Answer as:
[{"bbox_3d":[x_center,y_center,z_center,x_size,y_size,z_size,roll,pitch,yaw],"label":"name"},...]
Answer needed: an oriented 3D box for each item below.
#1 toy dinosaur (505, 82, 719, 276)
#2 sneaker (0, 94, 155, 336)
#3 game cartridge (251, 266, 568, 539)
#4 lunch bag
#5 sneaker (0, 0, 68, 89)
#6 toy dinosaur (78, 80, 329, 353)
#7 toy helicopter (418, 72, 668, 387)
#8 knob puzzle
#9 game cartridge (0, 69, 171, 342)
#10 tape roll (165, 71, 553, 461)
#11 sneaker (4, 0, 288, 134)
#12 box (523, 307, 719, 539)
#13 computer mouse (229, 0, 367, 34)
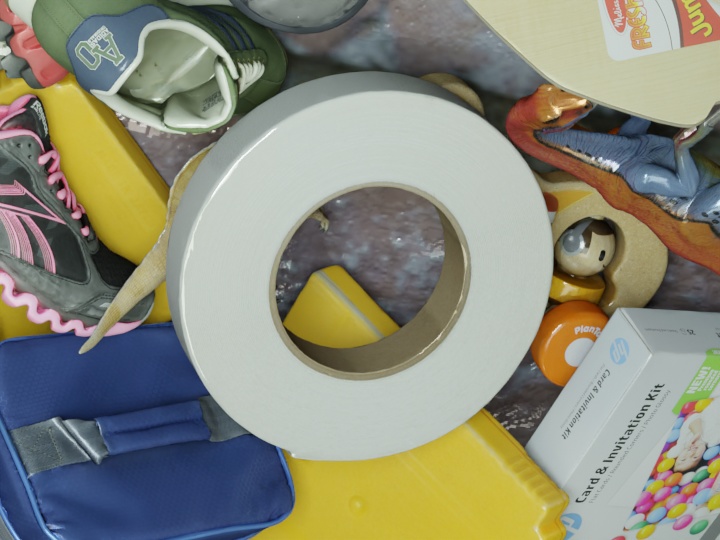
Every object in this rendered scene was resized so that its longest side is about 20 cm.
[{"bbox_3d":[0.160,-0.042,1.394,0.181,0.105,0.201,-3,93,-19],"label":"toy dinosaur"},{"bbox_3d":[-0.179,-0.041,1.428,0.200,0.079,0.096,32,102,-25],"label":"sneaker"},{"bbox_3d":[0.008,0.127,1.517,0.200,0.032,0.177,45,123,20],"label":"game cartridge"},{"bbox_3d":[-0.143,0.105,1.468,0.199,0.136,0.132,-7,154,-44],"label":"lunch bag"},{"bbox_3d":[-0.160,-0.190,1.353,0.097,0.071,0.201,-19,120,3],"label":"sneaker"},{"bbox_3d":[-0.077,-0.024,1.454,0.200,0.058,0.101,-46,144,-7],"label":"toy dinosaur"},{"bbox_3d":[0.096,-0.042,1.457,0.132,0.079,0.200,-43,124,7],"label":"toy helicopter"},{"bbox_3d":[0.140,-0.166,1.346,0.218,0.030,0.221,0,85,2],"label":"knob puzzle"},{"bbox_3d":[-0.200,-0.013,1.501,0.199,0.033,0.177,-27,121,13],"label":"game cartridge"},{"bbox_3d":[0.000,0.000,1.392,0.202,0.037,0.204,-7,112,-16],"label":"tape roll"},{"bbox_3d":[-0.088,-0.096,1.350,0.067,0.090,0.200,-50,148,14],"label":"sneaker"},{"bbox_3d":[0.186,0.092,1.526,0.199,0.041,0.156,5,129,-38],"label":"box"},{"bbox_3d":[-0.053,-0.213,1.355,0.138,0.053,0.201,-24,114,7],"label":"computer mouse"}]
